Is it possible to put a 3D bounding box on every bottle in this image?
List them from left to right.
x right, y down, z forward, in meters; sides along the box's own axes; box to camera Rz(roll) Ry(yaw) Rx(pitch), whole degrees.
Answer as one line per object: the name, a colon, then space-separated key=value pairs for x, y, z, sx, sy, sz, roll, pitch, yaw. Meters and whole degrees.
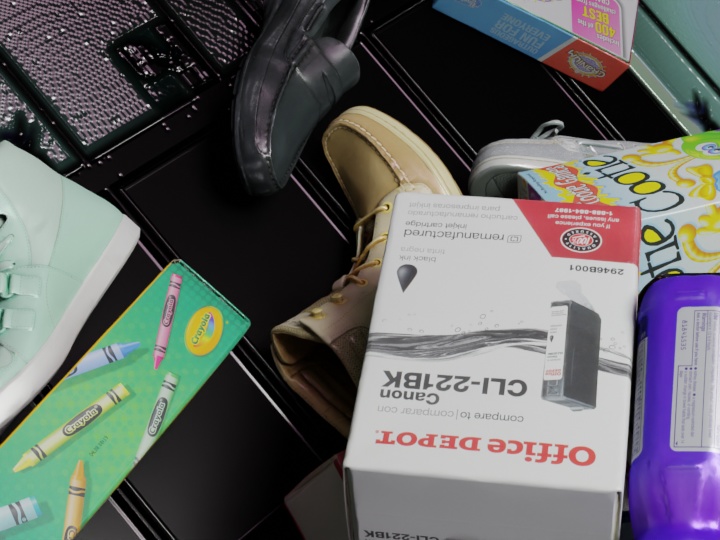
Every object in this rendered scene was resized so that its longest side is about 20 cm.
bottle: x=0.171 y=0.104 z=0.858 sx=0.065 sy=0.084 sz=0.200 roll=-2 pitch=59 yaw=19

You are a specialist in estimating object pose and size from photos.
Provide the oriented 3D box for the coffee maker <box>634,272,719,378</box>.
coffee maker: x=0.268 y=0.042 z=1.010 sx=0.200 sy=0.135 sz=0.192 roll=-4 pitch=53 yaw=-5

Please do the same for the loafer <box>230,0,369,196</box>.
loafer: x=-0.036 y=-0.133 z=1.102 sx=0.070 sy=0.068 sz=0.201 roll=3 pitch=52 yaw=15

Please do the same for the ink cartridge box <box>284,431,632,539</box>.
ink cartridge box: x=0.080 y=0.150 z=1.004 sx=0.200 sy=0.084 sz=0.145 roll=-21 pitch=75 yaw=-35

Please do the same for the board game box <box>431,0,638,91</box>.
board game box: x=0.145 y=-0.253 z=1.292 sx=0.153 sy=0.040 sz=0.200 roll=24 pitch=55 yaw=-14

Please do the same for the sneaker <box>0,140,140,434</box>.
sneaker: x=-0.213 y=0.012 z=0.930 sx=0.118 sy=0.074 sz=0.201 roll=37 pitch=43 yaw=-13

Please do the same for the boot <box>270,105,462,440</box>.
boot: x=0.000 y=0.000 z=1.057 sx=0.155 sy=0.073 sz=0.200 roll=-27 pitch=81 yaw=-35

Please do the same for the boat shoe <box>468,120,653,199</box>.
boat shoe: x=0.157 y=-0.067 z=1.178 sx=0.202 sy=0.074 sz=0.065 roll=3 pitch=56 yaw=-31

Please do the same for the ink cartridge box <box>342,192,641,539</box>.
ink cartridge box: x=0.077 y=0.059 z=0.920 sx=0.144 sy=0.084 sz=0.200 roll=4 pitch=49 yaw=9

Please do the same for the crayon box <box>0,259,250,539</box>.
crayon box: x=-0.152 y=0.097 z=0.889 sx=0.058 sy=0.119 sz=0.200 roll=41 pitch=52 yaw=-2

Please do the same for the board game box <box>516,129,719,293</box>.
board game box: x=0.216 y=-0.021 z=1.099 sx=0.200 sy=0.103 sz=0.105 roll=-13 pitch=29 yaw=-11

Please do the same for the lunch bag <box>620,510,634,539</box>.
lunch bag: x=0.181 y=0.236 z=0.952 sx=0.161 sy=0.200 sz=0.082 roll=0 pitch=19 yaw=-29
